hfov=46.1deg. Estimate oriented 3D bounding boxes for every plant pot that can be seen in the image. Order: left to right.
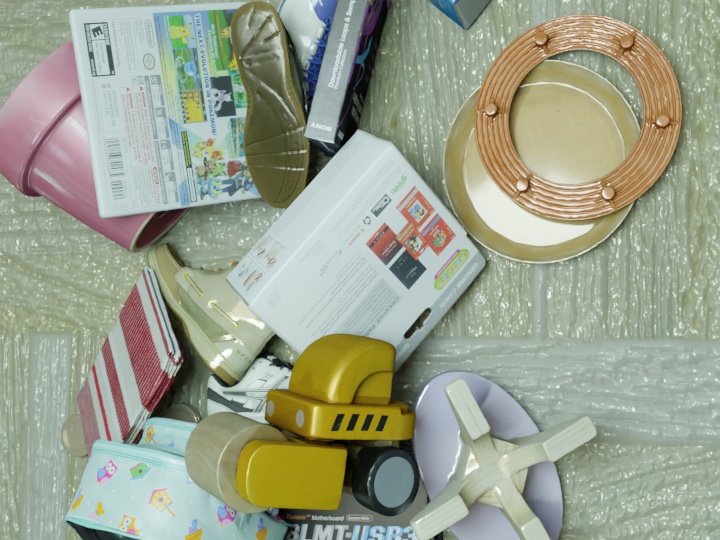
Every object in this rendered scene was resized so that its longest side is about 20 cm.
[{"bbox_3d":[-0.270,-0.126,0.929,0.179,0.200,0.200,43,101,-1],"label":"plant pot"},{"bbox_3d":[0.181,-0.108,0.851,0.197,0.027,0.204,-1,87,18],"label":"plant pot"}]

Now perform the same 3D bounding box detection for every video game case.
[{"bbox_3d":[-0.187,-0.165,0.858,0.180,0.022,0.203,-9,94,-21],"label":"video game case"}]

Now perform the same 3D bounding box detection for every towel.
[{"bbox_3d":[-0.253,0.116,0.916,0.201,0.023,0.145,-57,42,24],"label":"towel"}]

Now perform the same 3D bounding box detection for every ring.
[{"bbox_3d":[0.207,-0.150,0.821,0.197,0.019,0.204,-1,87,18],"label":"ring"}]

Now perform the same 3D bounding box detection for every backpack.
[{"bbox_3d":[-0.177,0.230,0.825,0.174,0.200,0.155,3,67,32],"label":"backpack"}]

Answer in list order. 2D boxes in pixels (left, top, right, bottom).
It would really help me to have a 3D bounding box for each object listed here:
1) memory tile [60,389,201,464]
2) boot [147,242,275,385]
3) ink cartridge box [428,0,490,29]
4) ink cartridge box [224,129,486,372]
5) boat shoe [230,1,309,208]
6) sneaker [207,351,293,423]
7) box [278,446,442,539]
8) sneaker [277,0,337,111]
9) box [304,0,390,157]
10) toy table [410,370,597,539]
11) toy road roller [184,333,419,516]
[{"bbox_3d":[-0.252,0.203,0.987,0.199,0.017,0.154,38,99,16],"label":"memory tile"},{"bbox_3d":[-0.138,0.006,0.929,0.155,0.073,0.200,-41,54,-1],"label":"boot"},{"bbox_3d":[0.076,-0.374,0.871,0.200,0.086,0.147,42,100,14],"label":"ink cartridge box"},{"bbox_3d":[0.000,0.000,0.836,0.200,0.176,0.084,-48,30,-5],"label":"ink cartridge box"},{"bbox_3d":[-0.081,-0.166,0.852,0.072,0.065,0.203,1,109,15],"label":"boat shoe"},{"bbox_3d":[-0.080,0.125,0.902,0.197,0.076,0.089,-17,78,14],"label":"sneaker"},{"bbox_3d":[-0.012,0.287,0.885,0.197,0.050,0.202,-3,87,18],"label":"box"},{"bbox_3d":[-0.062,-0.217,0.918,0.199,0.080,0.116,-43,79,19],"label":"sneaker"},{"bbox_3d":[-0.008,-0.219,0.859,0.036,0.143,0.203,16,93,5],"label":"box"},{"bbox_3d":[0.126,0.188,0.785,0.183,0.117,0.201,-41,87,-5],"label":"toy table"},{"bbox_3d":[-0.043,0.127,0.740,0.122,0.198,0.149,0,83,58],"label":"toy road roller"}]
